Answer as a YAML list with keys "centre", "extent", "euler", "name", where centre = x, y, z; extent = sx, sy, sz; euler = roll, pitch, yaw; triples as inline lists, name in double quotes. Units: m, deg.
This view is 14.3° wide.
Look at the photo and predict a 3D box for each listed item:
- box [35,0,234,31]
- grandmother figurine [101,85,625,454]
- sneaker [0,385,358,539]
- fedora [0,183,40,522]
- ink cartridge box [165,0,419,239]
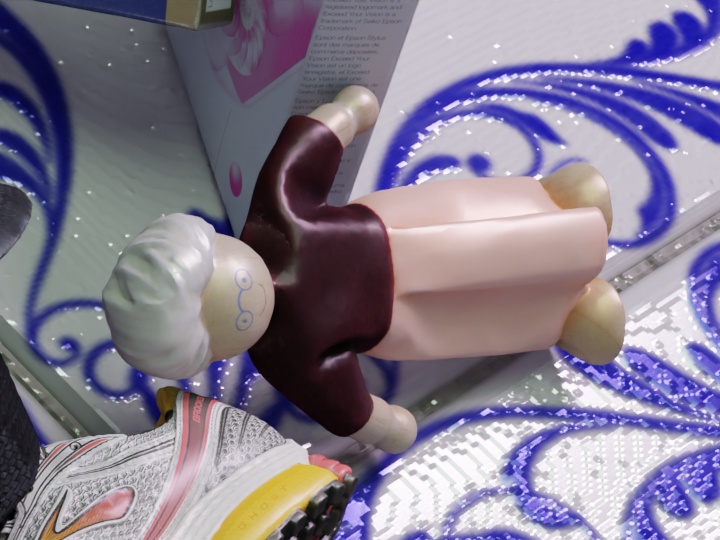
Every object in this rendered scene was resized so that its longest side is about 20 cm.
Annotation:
- centre: [-0.133, -0.160, 1.008]
  extent: [0.199, 0.122, 0.032]
  euler: [12, 16, 25]
  name: "box"
- centre: [0.000, 0.000, 0.948]
  extent: [0.200, 0.061, 0.122]
  euler: [-8, 83, -40]
  name: "grandmother figurine"
- centre: [-0.089, 0.101, 0.864]
  extent: [0.082, 0.078, 0.200]
  euler: [34, 38, 19]
  name: "sneaker"
- centre: [-0.166, 0.057, 0.831]
  extent: [0.201, 0.200, 0.092]
  euler: [-43, 111, -40]
  name: "fedora"
- centre: [-0.029, -0.142, 1.009]
  extent: [0.043, 0.200, 0.197]
  euler: [-3, 49, -21]
  name: "ink cartridge box"
